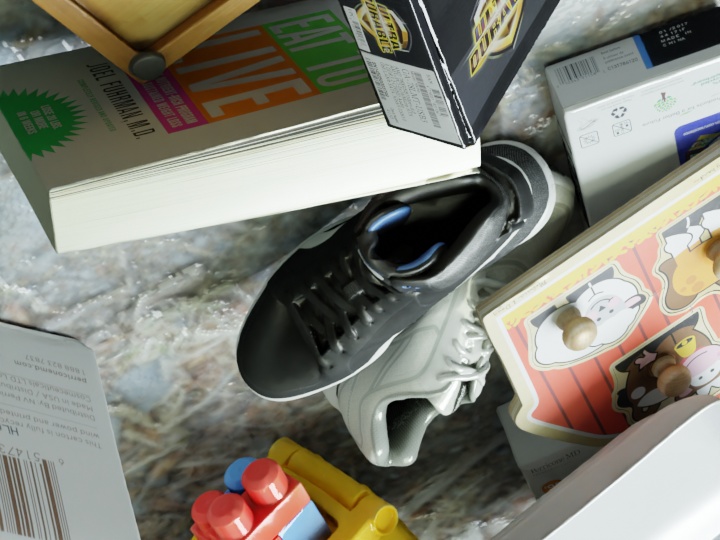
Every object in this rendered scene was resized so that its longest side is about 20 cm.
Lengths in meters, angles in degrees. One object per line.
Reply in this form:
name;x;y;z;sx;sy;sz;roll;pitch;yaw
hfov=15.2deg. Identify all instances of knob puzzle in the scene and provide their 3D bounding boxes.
knob puzzle;0.169;0.033;1.455;0.218;0.031;0.220;-19;138;-18

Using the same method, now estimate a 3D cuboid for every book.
book;-0.062;-0.072;1.229;0.199;0.134;0.048;-14;123;-16

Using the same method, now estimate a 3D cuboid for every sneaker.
sneaker;0.054;0.026;1.444;0.075;0.081;0.200;16;127;-33
sneaker;0.000;0.000;1.361;0.200;0.073;0.112;-37;173;18

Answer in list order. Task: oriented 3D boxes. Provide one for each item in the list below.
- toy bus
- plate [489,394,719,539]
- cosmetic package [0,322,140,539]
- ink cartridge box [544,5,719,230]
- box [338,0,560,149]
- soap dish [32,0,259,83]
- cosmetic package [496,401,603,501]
toy bus;-0.054;0.194;1.511;0.200;0.135;0.192;-47;136;-13
plate;0.140;0.148;1.530;0.199;0.032;0.200;-39;155;5
cosmetic package;-0.240;0.142;1.389;0.167;0.167;0.200;17;127;-35
ink cartridge box;0.164;-0.048;1.437;0.099;0.039;0.201;-19;139;-1
box;0.051;-0.189;1.131;0.049;0.201;0.199;18;150;27
soap dish;-0.077;-0.178;1.158;0.199;0.082;0.157;-33;138;18
cosmetic package;0.187;0.080;1.581;0.199;0.051;0.083;-24;139;5
